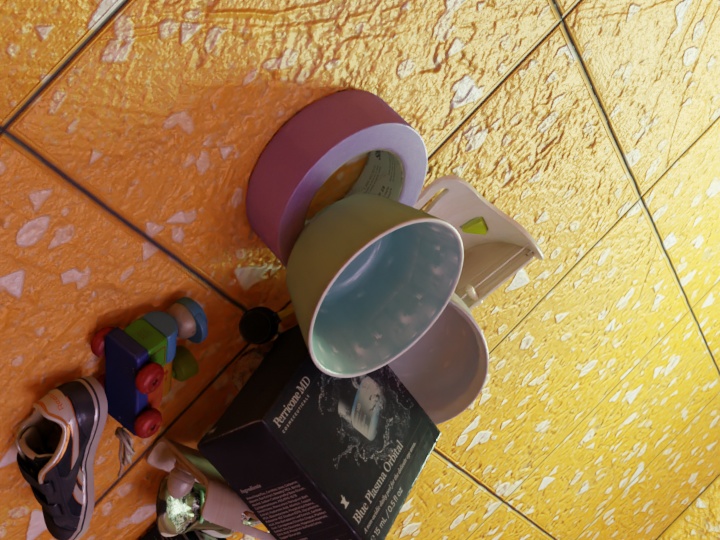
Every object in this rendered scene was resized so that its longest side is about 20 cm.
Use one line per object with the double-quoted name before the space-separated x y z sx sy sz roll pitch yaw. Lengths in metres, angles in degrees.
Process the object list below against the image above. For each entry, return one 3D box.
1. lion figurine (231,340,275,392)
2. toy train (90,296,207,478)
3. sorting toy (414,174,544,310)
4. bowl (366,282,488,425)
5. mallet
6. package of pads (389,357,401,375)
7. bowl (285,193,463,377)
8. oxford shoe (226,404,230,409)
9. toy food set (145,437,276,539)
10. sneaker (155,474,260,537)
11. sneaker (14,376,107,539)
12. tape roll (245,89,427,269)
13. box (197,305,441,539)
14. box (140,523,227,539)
"lion figurine" -0.065 0.095 1.488 0.200 0.072 0.123 -49 126 -21
"toy train" -0.222 0.125 1.333 0.115 0.084 0.202 -36 150 -38
"sorting toy" 0.098 -0.029 1.508 0.199 0.107 0.180 -38 138 -1
"bowl" 0.055 0.078 1.448 0.091 0.198 0.203 -75 -175 -56
"mallet" -0.045 0.029 1.395 0.198 0.042 0.066 -25 180 -3
"package of pads" -0.024 0.170 1.559 0.199 0.120 0.076 -38 107 -10
"bowl" 0.000 0.000 1.286 0.199 0.105 0.203 -28 143 -23
"oxford shoe" -0.138 0.210 1.511 0.201 0.074 0.059 92 12 -67
"toy food set" -0.155 0.263 1.417 0.142 0.199 0.061 27 88 -29
"sneaker" -0.181 0.291 1.533 0.087 0.078 0.199 -8 166 24
"sneaker" -0.324 0.206 1.301 0.079 0.078 0.203 -15 127 -45
"tape roll" -0.024 -0.090 1.320 0.199 0.066 0.202 -30 146 -23
"box" -0.039 0.186 1.352 0.117 0.201 0.197 -26 -160 41
"box" -0.257 0.433 1.607 0.200 0.107 0.148 -45 149 2
